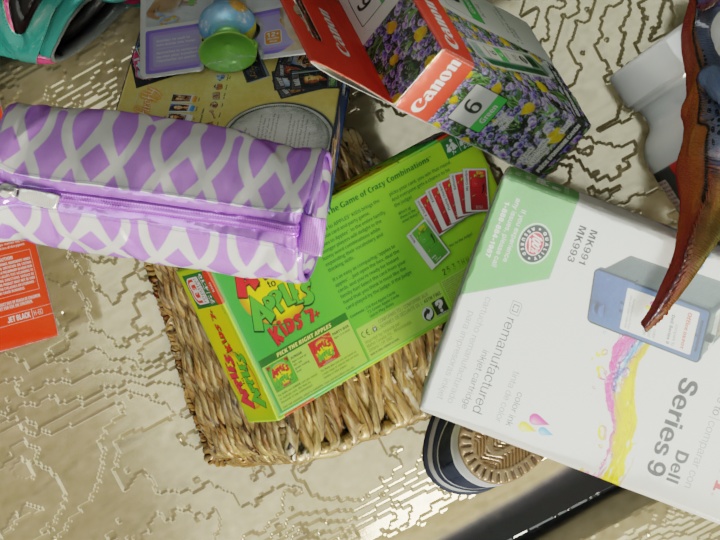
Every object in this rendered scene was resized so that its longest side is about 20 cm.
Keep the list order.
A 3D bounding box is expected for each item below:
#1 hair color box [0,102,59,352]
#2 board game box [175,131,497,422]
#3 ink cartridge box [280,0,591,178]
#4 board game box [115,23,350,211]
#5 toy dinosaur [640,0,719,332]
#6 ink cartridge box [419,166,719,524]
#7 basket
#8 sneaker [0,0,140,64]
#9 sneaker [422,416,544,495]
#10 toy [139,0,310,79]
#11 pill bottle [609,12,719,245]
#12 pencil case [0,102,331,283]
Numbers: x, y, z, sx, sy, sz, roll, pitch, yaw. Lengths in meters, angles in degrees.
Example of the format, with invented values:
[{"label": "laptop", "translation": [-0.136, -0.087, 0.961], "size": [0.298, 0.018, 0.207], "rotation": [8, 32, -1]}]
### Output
[{"label": "hair color box", "translation": [-0.269, -0.043, 1.224], "size": [0.101, 0.061, 0.202], "rotation": [-13, 92, 44]}, {"label": "board game box", "translation": [0.000, 0.000, 1.141], "size": [0.199, 0.048, 0.102], "rotation": [-29, 97, -26]}, {"label": "ink cartridge box", "translation": [0.040, -0.136, 1.130], "size": [0.050, 0.199, 0.109], "rotation": [-47, 44, 23]}, {"label": "board game box", "translation": [-0.074, -0.117, 1.165], "size": [0.134, 0.201, 0.035], "rotation": [3, 134, 6]}, {"label": "toy dinosaur", "translation": [0.199, -0.089, 1.042], "size": [0.199, 0.105, 0.182], "rotation": [-21, 47, -14]}, {"label": "ink cartridge box", "translation": [0.150, 0.043, 1.088], "size": [0.199, 0.088, 0.146], "rotation": [21, 96, 2]}, {"label": "basket", "translation": [-0.042, 0.016, 1.227], "size": [0.142, 0.149, 0.201], "rotation": [-19, 92, -26]}, {"label": "sneaker", "translation": [-0.183, -0.218, 1.213], "size": [0.120, 0.084, 0.201], "rotation": [28, 104, 8]}, {"label": "sneaker", "translation": [0.123, 0.076, 1.218], "size": [0.199, 0.108, 0.070], "rotation": [-34, 87, -23]}, {"label": "toy", "translation": [-0.085, -0.214, 1.172], "size": [0.114, 0.047, 0.201], "rotation": [-8, 59, 6]}, {"label": "pill bottle", "translation": [0.247, -0.063, 1.165], "size": [0.116, 0.116, 0.201], "rotation": [-35, 90, 7]}, {"label": "pencil case", "translation": [-0.113, -0.043, 1.045], "size": [0.198, 0.086, 0.085], "rotation": [6, 96, 3]}]
